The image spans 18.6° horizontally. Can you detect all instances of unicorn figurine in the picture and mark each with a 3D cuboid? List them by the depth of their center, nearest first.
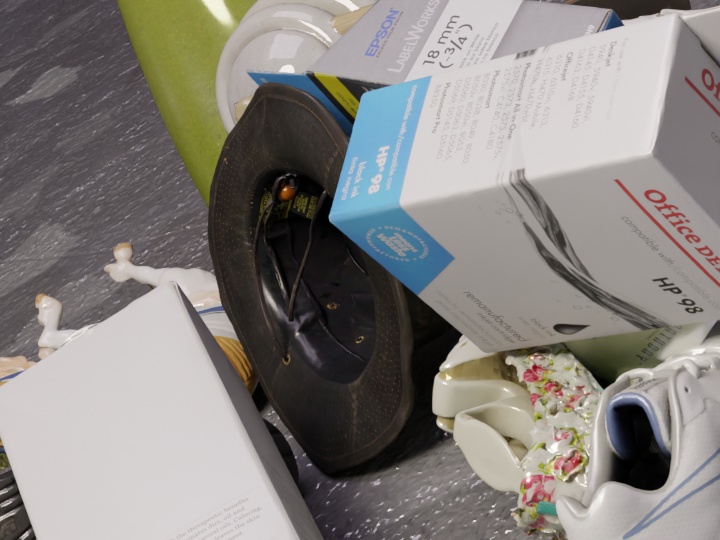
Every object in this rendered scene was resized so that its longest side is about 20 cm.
[{"bbox_3d":[-0.125,0.025,1.323,0.200,0.074,0.137,-51,35,-9],"label":"unicorn figurine"}]

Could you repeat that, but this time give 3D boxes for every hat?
[{"bbox_3d":[0.000,0.000,1.104,0.081,0.201,0.201,-9,9,-30],"label":"hat"}]

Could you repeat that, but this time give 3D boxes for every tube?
[{"bbox_3d":[0.108,0.016,1.042,0.200,0.052,0.058,23,102,61],"label":"tube"}]

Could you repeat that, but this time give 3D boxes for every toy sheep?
[{"bbox_3d":[-0.012,-0.107,1.218,0.138,0.138,0.200,-19,0,29],"label":"toy sheep"}]

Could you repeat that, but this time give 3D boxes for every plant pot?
[{"bbox_3d":[-0.066,-0.149,1.376,0.187,0.200,0.187,-35,10,7],"label":"plant pot"}]

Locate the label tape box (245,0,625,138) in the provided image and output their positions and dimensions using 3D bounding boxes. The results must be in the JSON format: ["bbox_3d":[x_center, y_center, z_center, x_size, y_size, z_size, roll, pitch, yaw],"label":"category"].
[{"bbox_3d":[0.064,-0.076,1.095,0.200,0.144,0.063,13,69,40],"label":"label tape box"}]

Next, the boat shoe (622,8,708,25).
[{"bbox_3d":[0.178,-0.107,1.171,0.069,0.071,0.200,-30,16,-2],"label":"boat shoe"}]

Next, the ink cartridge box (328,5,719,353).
[{"bbox_3d":[0.102,-0.033,0.871,0.200,0.116,0.067,-11,52,40],"label":"ink cartridge box"}]

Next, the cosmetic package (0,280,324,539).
[{"bbox_3d":[-0.082,0.109,0.967,0.108,0.085,0.200,-31,40,2],"label":"cosmetic package"}]

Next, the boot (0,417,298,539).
[{"bbox_3d":[-0.130,0.108,1.134,0.200,0.070,0.132,-11,2,1],"label":"boot"}]

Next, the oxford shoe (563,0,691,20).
[{"bbox_3d":[0.103,-0.112,1.295,0.200,0.071,0.071,-34,17,0],"label":"oxford shoe"}]

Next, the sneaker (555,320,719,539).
[{"bbox_3d":[0.136,0.063,0.850,0.074,0.087,0.200,-19,24,35],"label":"sneaker"}]

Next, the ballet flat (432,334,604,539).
[{"bbox_3d":[0.067,0.060,0.956,0.064,0.076,0.200,-2,16,-14],"label":"ballet flat"}]

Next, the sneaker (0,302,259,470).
[{"bbox_3d":[-0.141,0.072,1.242,0.200,0.075,0.088,-14,19,18],"label":"sneaker"}]
